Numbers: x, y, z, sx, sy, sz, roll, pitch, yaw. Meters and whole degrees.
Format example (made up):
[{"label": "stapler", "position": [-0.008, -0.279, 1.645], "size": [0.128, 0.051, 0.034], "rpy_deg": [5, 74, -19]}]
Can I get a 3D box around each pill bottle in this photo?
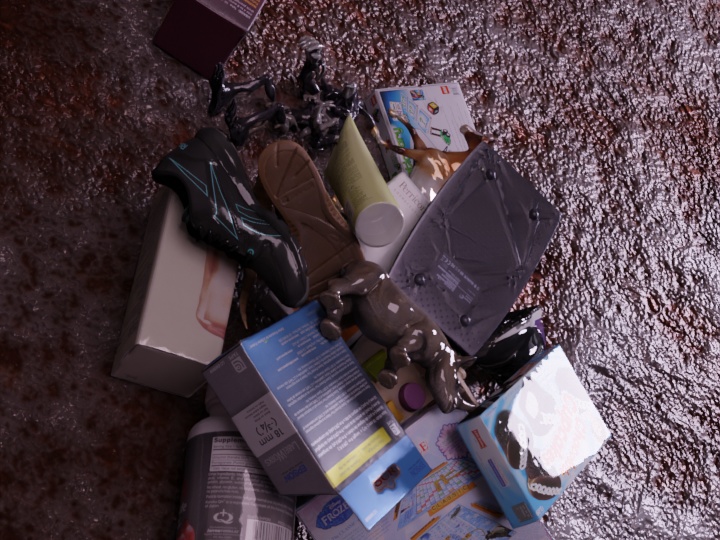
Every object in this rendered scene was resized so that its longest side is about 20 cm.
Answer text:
[{"label": "pill bottle", "position": [-0.114, 0.203, 1.132], "size": [0.110, 0.111, 0.201], "rpy_deg": [15, 62, -23]}]

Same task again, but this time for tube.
[{"label": "tube", "position": [-0.003, -0.093, 1.239], "size": [0.058, 0.200, 0.052], "rpy_deg": [-29, 123, 2]}]

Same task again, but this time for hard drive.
[{"label": "hard drive", "position": [0.115, -0.022, 1.244], "size": [0.135, 0.042, 0.200], "rpy_deg": [41, 66, -12]}]

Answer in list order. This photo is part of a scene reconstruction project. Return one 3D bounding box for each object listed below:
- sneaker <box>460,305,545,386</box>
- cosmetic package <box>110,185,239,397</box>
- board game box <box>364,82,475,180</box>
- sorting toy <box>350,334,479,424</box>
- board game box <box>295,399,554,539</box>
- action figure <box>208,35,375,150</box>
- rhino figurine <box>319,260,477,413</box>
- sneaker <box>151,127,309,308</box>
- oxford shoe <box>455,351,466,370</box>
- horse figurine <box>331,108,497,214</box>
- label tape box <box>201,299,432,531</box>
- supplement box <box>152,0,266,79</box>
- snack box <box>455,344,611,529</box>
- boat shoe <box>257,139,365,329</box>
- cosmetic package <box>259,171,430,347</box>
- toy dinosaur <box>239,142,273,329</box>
[{"label": "sneaker", "position": [0.170, 0.095, 1.319], "size": [0.200, 0.075, 0.088], "rpy_deg": [-14, 91, -65]}, {"label": "cosmetic package", "position": [-0.176, 0.011, 1.189], "size": [0.087, 0.103, 0.201], "rpy_deg": [19, 62, -19]}, {"label": "board game box", "position": [0.093, -0.129, 1.441], "size": [0.126, 0.035, 0.201], "rpy_deg": [-9, 74, -30]}, {"label": "sorting toy", "position": [0.031, 0.156, 1.249], "size": [0.180, 0.107, 0.200], "rpy_deg": [-35, 93, -25]}, {"label": "board game box", "position": [0.067, 0.259, 1.193], "size": [0.200, 0.041, 0.200], "rpy_deg": [-34, 93, -10]}, {"label": "action figure", "position": [-0.063, -0.192, 1.344], "size": [0.199, 0.102, 0.119], "rpy_deg": [-7, 60, -29]}, {"label": "rhino figurine", "position": [0.043, 0.067, 1.153], "size": [0.200, 0.060, 0.088], "rpy_deg": [42, 43, -12]}, {"label": "sneaker", "position": [-0.124, -0.040, 1.147], "size": [0.079, 0.075, 0.200], "rpy_deg": [-30, 78, -25]}, {"label": "oxford shoe", "position": [0.109, 0.034, 1.357], "size": [0.057, 0.075, 0.201], "rpy_deg": [8, 78, 14]}, {"label": "horse figurine", "position": [0.052, -0.098, 1.362], "size": [0.132, 0.050, 0.200], "rpy_deg": [31, 74, 4]}, {"label": "label tape box", "position": [-0.038, 0.142, 1.107], "size": [0.200, 0.063, 0.144], "rpy_deg": [56, 31, 4]}, {"label": "supplement box", "position": [-0.145, -0.331, 1.353], "size": [0.085, 0.110, 0.201], "rpy_deg": [31, 57, -13]}, {"label": "snack box", "position": [0.182, 0.165, 1.221], "size": [0.200, 0.037, 0.117], "rpy_deg": [-30, 90, -53]}, {"label": "boat shoe", "position": [-0.047, -0.039, 1.198], "size": [0.072, 0.072, 0.201], "rpy_deg": [-26, 102, -2]}, {"label": "cosmetic package", "position": [0.000, 0.000, 1.273], "size": [0.200, 0.071, 0.101], "rpy_deg": [-44, 93, -15]}, {"label": "toy dinosaur", "position": [-0.108, -0.033, 1.242], "size": [0.060, 0.106, 0.201], "rpy_deg": [5, 81, 17]}]
